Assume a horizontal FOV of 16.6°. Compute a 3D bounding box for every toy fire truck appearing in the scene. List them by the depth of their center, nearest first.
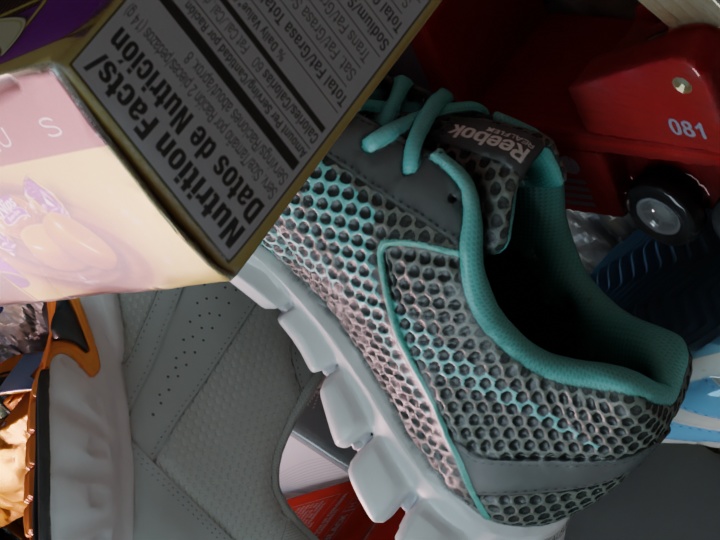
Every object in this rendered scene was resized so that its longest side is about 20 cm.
[{"bbox_3d":[0.069,-0.071,0.576,0.200,0.049,0.141,11,140,39],"label":"toy fire truck"}]

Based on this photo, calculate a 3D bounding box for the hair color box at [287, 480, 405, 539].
[{"bbox_3d":[-0.023,0.130,0.773,0.102,0.061,0.200,48,145,-14],"label":"hair color box"}]

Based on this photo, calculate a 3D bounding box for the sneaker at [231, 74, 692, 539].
[{"bbox_3d":[0.008,-0.021,0.605,0.200,0.078,0.091,51,131,-3],"label":"sneaker"}]

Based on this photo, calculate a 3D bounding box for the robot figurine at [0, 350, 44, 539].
[{"bbox_3d":[-0.114,0.092,0.978,0.145,0.058,0.200,43,148,-12],"label":"robot figurine"}]

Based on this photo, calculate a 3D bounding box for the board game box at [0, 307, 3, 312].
[{"bbox_3d":[-0.223,-0.074,0.782,0.200,0.043,0.199,21,144,31],"label":"board game box"}]

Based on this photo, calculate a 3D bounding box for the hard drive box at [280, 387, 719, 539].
[{"bbox_3d":[0.013,0.075,0.809,0.200,0.077,0.156,32,150,6],"label":"hard drive box"}]

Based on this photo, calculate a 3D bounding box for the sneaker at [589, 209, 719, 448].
[{"bbox_3d":[0.120,0.025,0.633,0.081,0.077,0.200,48,150,-22],"label":"sneaker"}]

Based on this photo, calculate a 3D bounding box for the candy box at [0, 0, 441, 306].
[{"bbox_3d":[-0.024,-0.081,0.507,0.117,0.200,0.056,-6,130,49],"label":"candy box"}]

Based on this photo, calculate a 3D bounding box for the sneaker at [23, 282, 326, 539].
[{"bbox_3d":[-0.046,0.000,0.699,0.092,0.200,0.076,3,172,-12],"label":"sneaker"}]
